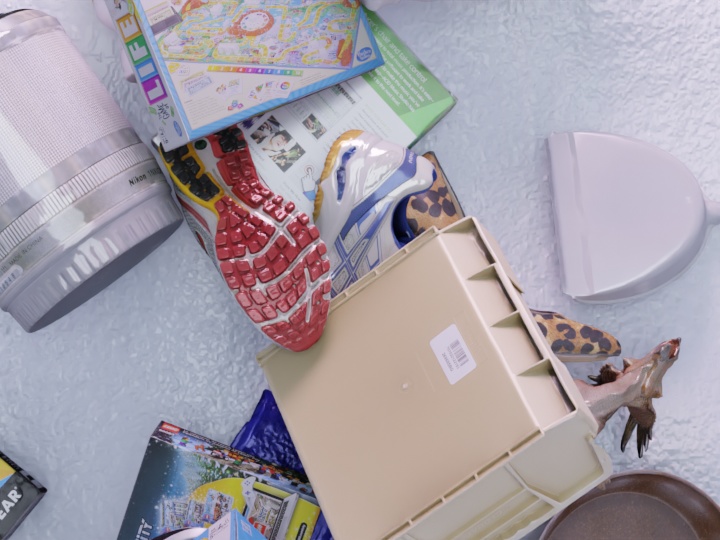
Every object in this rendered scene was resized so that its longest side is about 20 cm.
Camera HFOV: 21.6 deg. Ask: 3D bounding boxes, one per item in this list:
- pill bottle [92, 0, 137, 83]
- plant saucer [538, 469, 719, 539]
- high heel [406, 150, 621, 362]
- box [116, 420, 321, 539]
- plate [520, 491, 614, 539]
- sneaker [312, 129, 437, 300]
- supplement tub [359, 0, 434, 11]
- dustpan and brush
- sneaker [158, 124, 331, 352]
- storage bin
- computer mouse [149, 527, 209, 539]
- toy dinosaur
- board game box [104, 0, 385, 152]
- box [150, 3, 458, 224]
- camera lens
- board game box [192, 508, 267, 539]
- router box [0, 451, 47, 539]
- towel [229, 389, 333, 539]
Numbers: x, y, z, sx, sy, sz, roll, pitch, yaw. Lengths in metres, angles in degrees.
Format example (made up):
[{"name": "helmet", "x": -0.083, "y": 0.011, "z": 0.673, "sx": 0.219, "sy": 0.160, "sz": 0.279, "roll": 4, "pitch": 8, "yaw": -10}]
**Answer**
[{"name": "pill bottle", "x": -0.155, "y": -0.249, "z": 1.429, "sx": 0.111, "sy": 0.112, "sz": 0.202, "roll": -11, "pitch": 88, "yaw": -4}, {"name": "plant saucer", "x": 0.204, "y": 0.251, "z": 1.431, "sx": 0.198, "sy": 0.034, "sz": 0.203, "roll": 0, "pitch": 89, "yaw": -21}, {"name": "high heel", "x": 0.113, "y": -0.008, "z": 1.451, "sx": 0.198, "sy": 0.071, "sz": 0.144, "roll": 11, "pitch": 87, "yaw": 3}, {"name": "box", "x": -0.118, "y": 0.228, "z": 1.400, "sx": 0.135, "sy": 0.038, "sz": 0.202, "roll": 20, "pitch": 105, "yaw": 2}, {"name": "plate", "x": 0.107, "y": 0.268, "z": 1.426, "sx": 0.198, "sy": 0.032, "sz": 0.202, "roll": -10, "pitch": 94, "yaw": -22}, {"name": "sneaker", "x": 0.000, "y": 0.000, "z": 1.412, "sx": 0.087, "sy": 0.075, "sz": 0.202, "roll": 17, "pitch": 111, "yaw": 8}, {"name": "supplement tub", "x": 0.076, "y": -0.290, "z": 1.422, "sx": 0.199, "sy": 0.145, "sz": 0.146, "roll": -25, "pitch": 88, "yaw": -11}, {"name": "dustpan and brush", "x": 0.248, "y": -0.045, "z": 1.477, "sx": 0.198, "sy": 0.057, "sz": 0.141, "roll": -6, "pitch": 73, "yaw": 2}, {"name": "sneaker", "x": -0.080, "y": -0.027, "z": 1.384, "sx": 0.077, "sy": 0.082, "sz": 0.201, "roll": -24, "pitch": 68, "yaw": -11}, {"name": "storage bin", "x": 0.051, "y": 0.098, "z": 1.336, "sx": 0.198, "sy": 0.094, "sz": 0.201, "roll": -35, "pitch": 51, "yaw": 12}, {"name": "computer mouse", "x": -0.166, "y": 0.244, "z": 1.367, "sx": 0.199, "sy": 0.044, "sz": 0.110, "roll": -33, "pitch": 109, "yaw": 13}, {"name": "toy dinosaur", "x": 0.147, "y": 0.116, "z": 1.435, "sx": 0.198, "sy": 0.135, "sz": 0.087, "roll": -12, "pitch": 92, "yaw": 29}, {"name": "board game box", "x": -0.084, "y": -0.181, "z": 1.375, "sx": 0.199, "sy": 0.034, "sz": 0.136, "roll": -25, "pitch": 95, "yaw": -39}, {"name": "box", "x": -0.043, "y": -0.115, "z": 1.467, "sx": 0.200, "sy": 0.036, "sz": 0.144, "roll": -43, "pitch": 90, "yaw": -4}, {"name": "camera lens", "x": -0.244, "y": -0.077, "z": 1.388, "sx": 0.159, "sy": 0.160, "sz": 0.201, "roll": -36, "pitch": 89, "yaw": -5}, {"name": "board game box", "x": -0.098, "y": 0.299, "z": 1.339, "sx": 0.199, "sy": 0.056, "sz": 0.196, "roll": -37, "pitch": 113, "yaw": 15}, {"name": "router box", "x": -0.355, "y": 0.197, "z": 1.416, "sx": 0.149, "sy": 0.051, "sz": 0.201, "roll": 39, "pitch": 85, "yaw": 1}, {"name": "towel", "x": -0.022, "y": 0.199, "z": 1.439, "sx": 0.199, "sy": 0.050, "sz": 0.149, "roll": 27, "pitch": 86, "yaw": -1}]
